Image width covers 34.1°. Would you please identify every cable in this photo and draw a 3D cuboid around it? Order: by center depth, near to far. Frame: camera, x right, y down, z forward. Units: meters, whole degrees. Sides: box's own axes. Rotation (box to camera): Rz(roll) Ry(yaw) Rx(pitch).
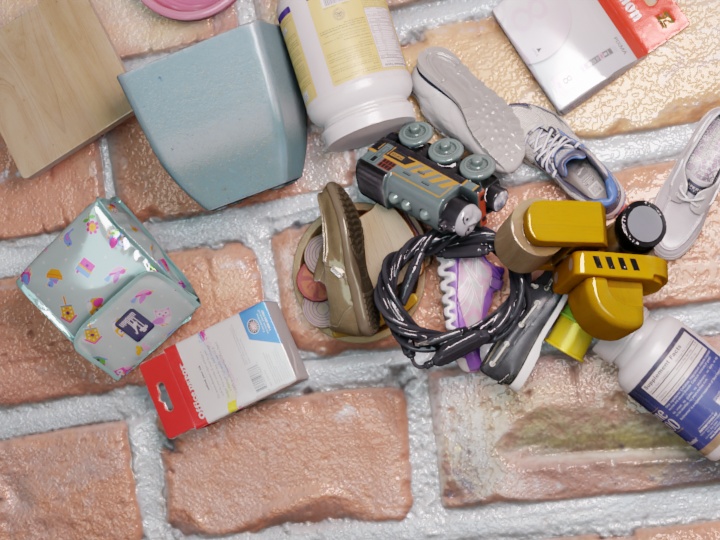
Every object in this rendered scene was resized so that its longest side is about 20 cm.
[{"bbox_3d":[0.119,0.021,1.457,0.198,0.051,0.165,-29,71,0],"label":"cable"}]

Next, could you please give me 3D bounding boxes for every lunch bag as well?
[{"bbox_3d":[-0.334,0.027,1.591,0.170,0.122,0.200,-42,89,6],"label":"lunch bag"}]

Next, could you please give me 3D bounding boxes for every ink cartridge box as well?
[{"bbox_3d":[0.292,-0.323,1.497,0.199,0.057,0.164,-35,80,14],"label":"ink cartridge box"},{"bbox_3d":[-0.184,0.135,1.582,0.198,0.067,0.118,-25,83,10],"label":"ink cartridge box"}]

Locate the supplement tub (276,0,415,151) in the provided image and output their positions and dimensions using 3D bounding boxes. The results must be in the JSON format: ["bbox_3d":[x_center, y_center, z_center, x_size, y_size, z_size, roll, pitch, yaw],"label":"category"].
[{"bbox_3d":[-0.016,-0.270,1.513,0.143,0.145,0.203,-19,86,11],"label":"supplement tub"}]

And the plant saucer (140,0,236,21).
[{"bbox_3d":[-0.228,-0.440,1.610,0.197,0.051,0.204,0,89,13],"label":"plant saucer"}]

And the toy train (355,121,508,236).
[{"bbox_3d":[0.087,-0.110,1.470,0.199,0.086,0.114,32,59,34],"label":"toy train"}]

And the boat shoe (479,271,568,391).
[{"bbox_3d":[0.216,0.051,1.484,0.060,0.076,0.202,26,84,-2],"label":"boat shoe"}]

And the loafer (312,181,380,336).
[{"bbox_3d":[-0.029,-0.011,1.483,0.066,0.076,0.203,-14,82,16],"label":"loafer"}]

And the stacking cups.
[{"bbox_3d":[0.304,0.014,1.489,0.060,0.060,0.202,28,91,11],"label":"stacking cups"}]

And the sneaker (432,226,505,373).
[{"bbox_3d":[0.146,0.028,1.512,0.087,0.080,0.204,-7,87,4],"label":"sneaker"}]

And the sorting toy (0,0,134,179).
[{"bbox_3d":[-0.418,-0.260,1.638,0.197,0.070,0.202,-29,83,10],"label":"sorting toy"}]

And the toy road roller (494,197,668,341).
[{"bbox_3d":[0.261,0.001,1.372,0.197,0.123,0.148,4,74,-7],"label":"toy road roller"}]

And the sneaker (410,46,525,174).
[{"bbox_3d":[0.135,-0.194,1.506,0.076,0.081,0.201,-23,66,-32],"label":"sneaker"}]

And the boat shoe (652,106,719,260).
[{"bbox_3d":[0.416,-0.108,1.456,0.071,0.068,0.202,31,98,11],"label":"boat shoe"}]

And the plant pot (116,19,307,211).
[{"bbox_3d":[-0.168,-0.191,1.530,0.194,0.196,0.203,-18,96,11],"label":"plant pot"}]

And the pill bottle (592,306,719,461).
[{"bbox_3d":[0.386,0.129,1.437,0.199,0.111,0.111,39,97,10],"label":"pill bottle"}]

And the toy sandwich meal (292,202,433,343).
[{"bbox_3d":[0.000,0.000,1.543,0.202,0.070,0.209,0,89,12],"label":"toy sandwich meal"}]

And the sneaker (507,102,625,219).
[{"bbox_3d":[0.256,-0.147,1.484,0.199,0.085,0.077,41,97,10],"label":"sneaker"}]
